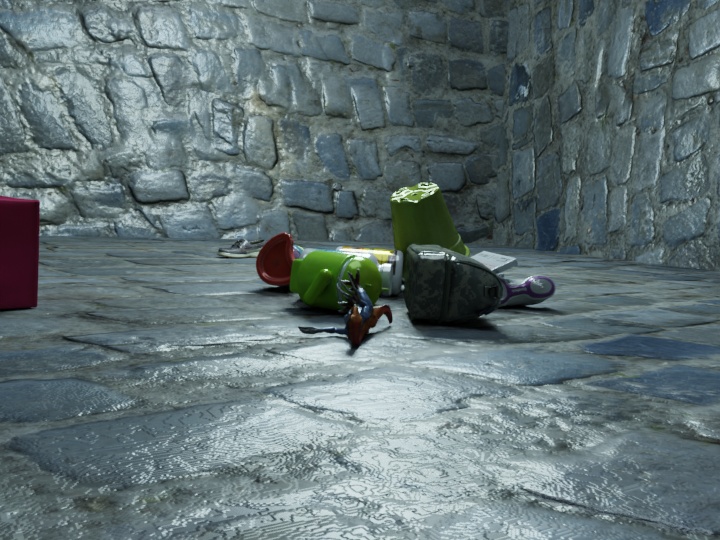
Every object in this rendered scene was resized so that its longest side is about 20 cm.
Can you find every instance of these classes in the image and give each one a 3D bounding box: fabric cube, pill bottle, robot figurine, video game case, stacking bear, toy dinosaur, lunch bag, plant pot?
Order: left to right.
[{"bbox_3d":[-0.699,-0.037,1.210,0.200,0.196,0.199,7,7,38],"label":"fabric cube"},{"bbox_3d":[-0.154,-0.009,1.707,0.114,0.122,0.200,-23,-15,22],"label":"stacking bear"},{"bbox_3d":[-0.045,0.022,1.393,0.200,0.116,0.175,7,-1,32],"label":"robot figurine"},{"bbox_3d":[-0.032,0.013,1.524,0.200,0.111,0.111,5,6,8],"label":"pill bottle"},{"bbox_3d":[0.000,0.000,1.670,0.200,0.109,0.109,3,6,4],"label":"pill bottle"},{"bbox_3d":[0.005,0.069,1.147,0.200,0.105,0.182,14,22,-22],"label":"toy dinosaur"},{"bbox_3d":[0.153,-0.107,1.732,0.200,0.190,0.200,-14,24,6],"label":"plant pot"},{"bbox_3d":[0.176,0.026,1.364,0.168,0.139,0.200,2,7,-2],"label":"lunch bag"},{"bbox_3d":[0.240,0.008,1.608,0.200,0.018,0.143,-23,16,-17],"label":"video game case"}]

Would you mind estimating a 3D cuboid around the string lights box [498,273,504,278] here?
[{"bbox_3d":[0.249,0.029,1.763,0.103,0.059,0.200,-7,10,-44],"label":"string lights box"}]

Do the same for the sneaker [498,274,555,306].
[{"bbox_3d":[0.339,0.057,1.605,0.200,0.075,0.100,0,-19,1],"label":"sneaker"}]

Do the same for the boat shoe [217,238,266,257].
[{"bbox_3d":[-0.407,-0.079,2.425,0.200,0.065,0.072,-3,10,-44],"label":"boat shoe"}]
